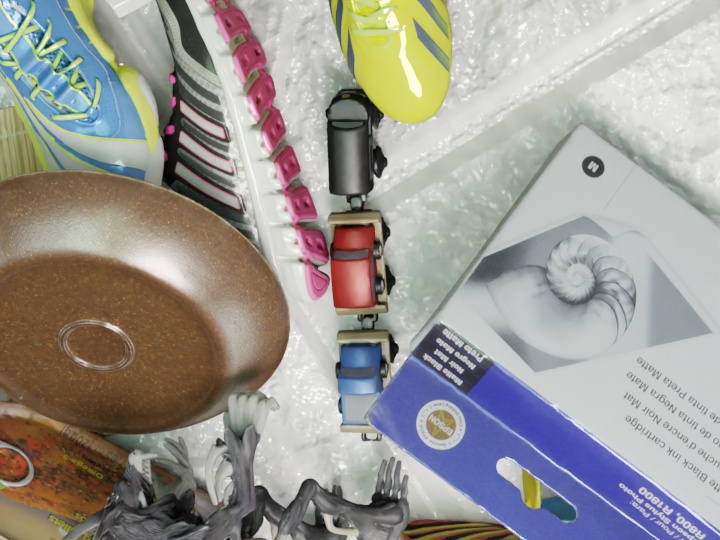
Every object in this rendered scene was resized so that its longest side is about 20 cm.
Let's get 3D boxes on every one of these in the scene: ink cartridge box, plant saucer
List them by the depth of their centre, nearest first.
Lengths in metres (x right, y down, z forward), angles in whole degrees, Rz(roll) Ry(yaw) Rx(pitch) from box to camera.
[{"bbox_3d":[0.136,0.055,1.318,0.200,0.041,0.200,36,70,0],"label":"ink cartridge box"},{"bbox_3d":[-0.139,0.029,1.347,0.200,0.037,0.201,6,138,5],"label":"plant saucer"}]

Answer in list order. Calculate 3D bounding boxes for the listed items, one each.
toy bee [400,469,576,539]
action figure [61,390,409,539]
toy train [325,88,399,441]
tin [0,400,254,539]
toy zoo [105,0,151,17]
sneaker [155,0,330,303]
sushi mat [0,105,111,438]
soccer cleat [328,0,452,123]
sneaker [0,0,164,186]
[{"bbox_3d":[0.114,0.160,1.364,0.200,0.109,0.131,-22,96,13],"label":"toy bee"},{"bbox_3d":[-0.076,0.124,1.350,0.119,0.200,0.102,-22,67,45],"label":"action figure"},{"bbox_3d":[0.000,0.000,1.379,0.034,0.046,0.200,-2,102,10],"label":"toy train"},{"bbox_3d":[-0.149,0.146,1.395,0.200,0.112,0.042,29,121,-5],"label":"tin"},{"bbox_3d":[-0.121,-0.226,1.321,0.131,0.020,0.200,-41,79,-2],"label":"toy zoo"},{"bbox_3d":[-0.086,-0.068,1.365,0.087,0.074,0.200,-17,100,12],"label":"sneaker"},{"bbox_3d":[-0.166,0.001,1.424,0.096,0.012,0.200,-5,102,10],"label":"sushi mat"},{"bbox_3d":[0.005,-0.173,1.321,0.065,0.084,0.200,-7,100,11],"label":"soccer cleat"},{"bbox_3d":[-0.176,-0.113,1.323,0.076,0.105,0.200,-33,69,26],"label":"sneaker"}]
